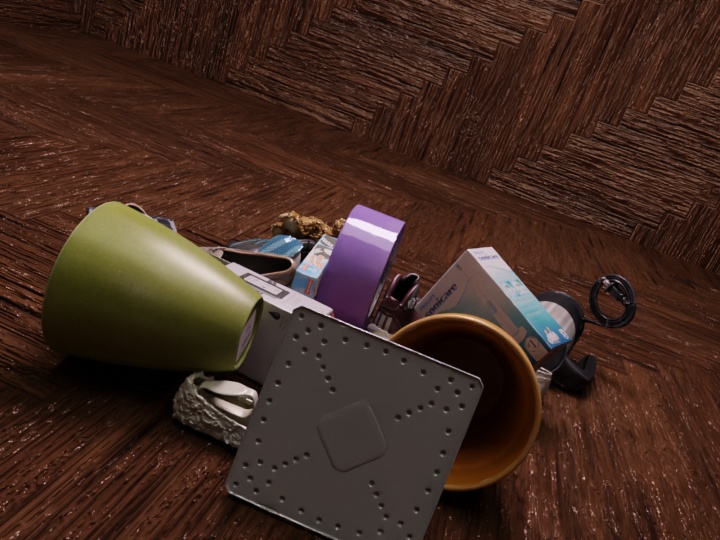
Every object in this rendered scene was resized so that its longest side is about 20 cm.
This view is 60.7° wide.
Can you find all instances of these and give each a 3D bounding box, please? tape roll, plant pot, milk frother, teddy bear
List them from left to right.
[{"bbox_3d":[-0.223,0.040,0.719,0.199,0.188,0.187,19,20,2],"label":"plant pot"},{"bbox_3d":[-0.080,-0.067,1.220,0.199,0.145,0.067,11,56,-9],"label":"teddy bear"},{"bbox_3d":[0.000,0.000,1.006,0.085,0.201,0.200,22,21,6],"label":"tape roll"},{"bbox_3d":[0.123,0.150,0.782,0.200,0.201,0.183,24,6,13],"label":"plant pot"},{"bbox_3d":[0.383,0.092,1.121,0.180,0.201,0.188,32,24,20],"label":"milk frother"}]

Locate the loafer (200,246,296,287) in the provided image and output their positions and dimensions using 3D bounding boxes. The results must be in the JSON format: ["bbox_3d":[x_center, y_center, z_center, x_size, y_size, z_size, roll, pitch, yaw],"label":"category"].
[{"bbox_3d":[-0.191,-0.007,0.894,0.199,0.072,0.063,1,-18,-13],"label":"loafer"}]

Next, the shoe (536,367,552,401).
[{"bbox_3d":[0.239,0.148,1.054,0.200,0.054,0.070,35,25,35],"label":"shoe"}]

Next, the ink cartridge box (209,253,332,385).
[{"bbox_3d":[-0.150,0.069,0.817,0.199,0.116,0.068,24,20,14],"label":"ink cartridge box"}]

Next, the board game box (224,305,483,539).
[{"bbox_3d":[-0.007,0.162,0.609,0.199,0.201,0.026,22,2,5],"label":"board game box"}]

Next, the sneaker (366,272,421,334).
[{"bbox_3d":[0.089,0.053,1.071,0.075,0.116,0.200,26,22,19],"label":"sneaker"}]

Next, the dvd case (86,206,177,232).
[{"bbox_3d":[-0.381,-0.050,1.040,0.150,0.025,0.200,8,25,-29],"label":"dvd case"}]

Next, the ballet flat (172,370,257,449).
[{"bbox_3d":[-0.114,0.167,0.678,0.199,0.072,0.072,21,21,2],"label":"ballet flat"}]

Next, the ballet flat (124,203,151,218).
[{"bbox_3d":[-0.314,-0.031,0.938,0.200,0.067,0.068,42,36,18],"label":"ballet flat"}]

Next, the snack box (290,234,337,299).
[{"bbox_3d":[-0.080,0.024,0.992,0.037,0.117,0.200,20,21,2],"label":"snack box"}]

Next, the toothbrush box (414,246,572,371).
[{"bbox_3d":[0.204,0.084,0.976,0.085,0.147,0.200,-7,53,-51],"label":"toothbrush box"}]

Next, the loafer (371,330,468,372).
[{"bbox_3d":[0.095,0.135,0.925,0.199,0.075,0.070,23,21,2],"label":"loafer"}]

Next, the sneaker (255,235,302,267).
[{"bbox_3d":[-0.170,0.019,0.994,0.076,0.081,0.200,33,44,27],"label":"sneaker"}]

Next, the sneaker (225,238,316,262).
[{"bbox_3d":[-0.156,-0.035,1.133,0.200,0.076,0.079,-3,28,-47],"label":"sneaker"}]
